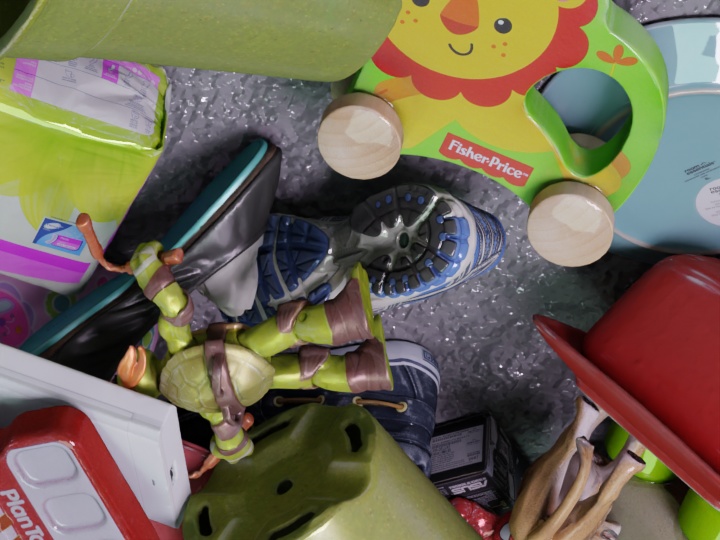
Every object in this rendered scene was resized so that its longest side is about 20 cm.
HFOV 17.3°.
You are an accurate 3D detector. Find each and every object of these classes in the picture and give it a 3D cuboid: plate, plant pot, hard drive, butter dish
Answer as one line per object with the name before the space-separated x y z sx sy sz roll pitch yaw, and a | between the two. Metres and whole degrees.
plate | 0.190 -0.061 1.322 0.199 0.026 0.201 2 138 2
plant pot | -0.005 0.185 1.378 0.199 0.201 0.185 -18 122 24
hard drive | -0.195 0.080 1.338 0.199 0.026 0.132 18 152 10
butter dish | 0.234 0.054 1.353 0.200 0.199 0.148 24 105 -51
plant pot | -0.077 -0.170 1.115 0.189 0.201 0.200 13 140 -28

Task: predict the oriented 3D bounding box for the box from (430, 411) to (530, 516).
box | 0.033 0.182 1.596 0.199 0.050 0.158 -17 135 23

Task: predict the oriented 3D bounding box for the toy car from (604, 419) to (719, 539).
toy car | 0.240 0.186 1.534 0.199 0.158 0.165 1 122 -36

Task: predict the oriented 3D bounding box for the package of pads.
package of pads | -0.217 -0.077 1.304 0.199 0.069 0.155 18 139 -17

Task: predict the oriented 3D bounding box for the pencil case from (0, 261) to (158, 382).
pencil case | -0.217 0.029 1.414 0.199 0.088 0.088 10 139 -5

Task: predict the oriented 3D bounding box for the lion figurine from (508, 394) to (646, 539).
lion figurine | 0.120 0.135 1.394 0.072 0.200 0.123 41 102 16

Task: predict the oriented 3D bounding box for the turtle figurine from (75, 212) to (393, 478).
turtle figurine | -0.070 0.042 1.286 0.160 0.065 0.201 -12 127 8

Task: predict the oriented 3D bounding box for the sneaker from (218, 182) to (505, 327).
sneaker | 0.000 0.000 1.368 0.199 0.078 0.085 -9 172 40

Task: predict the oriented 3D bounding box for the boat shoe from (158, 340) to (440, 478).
boat shoe | -0.047 0.104 1.482 0.199 0.091 0.071 -12 137 18

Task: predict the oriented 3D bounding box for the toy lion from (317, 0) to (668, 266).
toy lion | 0.073 -0.118 1.231 0.199 0.069 0.192 23 130 -6

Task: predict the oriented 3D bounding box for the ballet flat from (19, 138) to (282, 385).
ballet flat | -0.106 0.011 1.356 0.200 0.068 0.068 -40 106 8

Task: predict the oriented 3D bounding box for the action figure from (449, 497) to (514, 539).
action figure | 0.027 0.194 1.538 0.199 0.052 0.065 -26 127 26

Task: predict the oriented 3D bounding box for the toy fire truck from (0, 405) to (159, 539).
toy fire truck | -0.186 0.168 1.329 0.167 0.112 0.201 -11 124 23

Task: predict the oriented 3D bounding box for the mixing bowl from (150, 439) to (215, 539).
mixing bowl | -0.154 0.160 1.478 0.199 0.109 0.200 17 166 4
